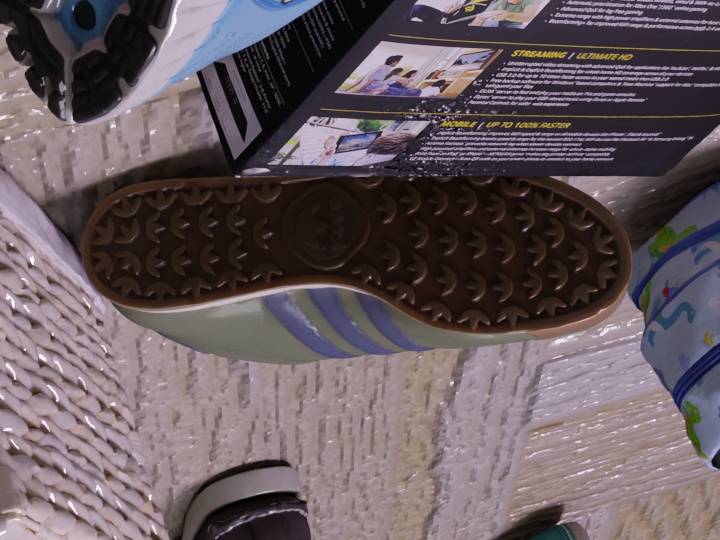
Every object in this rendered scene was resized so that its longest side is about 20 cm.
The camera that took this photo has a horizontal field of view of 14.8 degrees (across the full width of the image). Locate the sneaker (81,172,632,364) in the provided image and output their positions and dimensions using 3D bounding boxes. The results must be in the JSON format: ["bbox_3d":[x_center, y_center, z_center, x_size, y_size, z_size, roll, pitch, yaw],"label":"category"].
[{"bbox_3d":[0.000,0.000,1.045,0.200,0.067,0.090,1,166,2],"label":"sneaker"}]

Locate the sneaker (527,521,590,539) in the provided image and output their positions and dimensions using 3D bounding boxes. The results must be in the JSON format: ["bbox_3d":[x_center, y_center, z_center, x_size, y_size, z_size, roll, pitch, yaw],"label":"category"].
[{"bbox_3d":[0.082,0.208,1.631,0.080,0.071,0.200,-14,160,-23],"label":"sneaker"}]

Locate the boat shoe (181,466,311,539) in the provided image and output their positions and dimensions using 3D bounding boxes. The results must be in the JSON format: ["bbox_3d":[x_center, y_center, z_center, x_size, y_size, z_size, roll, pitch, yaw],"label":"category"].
[{"bbox_3d":[-0.063,0.165,1.423,0.072,0.061,0.201,-13,157,-15],"label":"boat shoe"}]

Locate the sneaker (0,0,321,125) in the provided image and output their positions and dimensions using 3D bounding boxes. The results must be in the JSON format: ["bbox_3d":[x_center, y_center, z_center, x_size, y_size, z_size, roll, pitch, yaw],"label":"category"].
[{"bbox_3d":[-0.022,-0.119,0.800,0.200,0.078,0.090,-33,173,39],"label":"sneaker"}]

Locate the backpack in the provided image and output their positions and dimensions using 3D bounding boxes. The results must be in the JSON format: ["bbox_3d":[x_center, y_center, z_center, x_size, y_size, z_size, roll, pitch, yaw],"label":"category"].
[{"bbox_3d":[0.212,0.020,1.225,0.200,0.154,0.163,-29,172,-42],"label":"backpack"}]

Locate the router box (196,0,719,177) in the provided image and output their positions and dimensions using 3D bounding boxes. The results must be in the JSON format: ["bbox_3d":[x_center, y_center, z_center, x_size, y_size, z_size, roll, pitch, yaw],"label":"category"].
[{"bbox_3d":[0.066,-0.089,0.937,0.200,0.051,0.149,-1,151,-38],"label":"router box"}]

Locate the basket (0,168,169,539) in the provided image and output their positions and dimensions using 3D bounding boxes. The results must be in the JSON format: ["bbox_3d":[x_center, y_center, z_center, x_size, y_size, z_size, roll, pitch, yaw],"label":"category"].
[{"bbox_3d":[-0.188,0.069,0.964,0.198,0.161,0.200,-22,160,6],"label":"basket"}]
